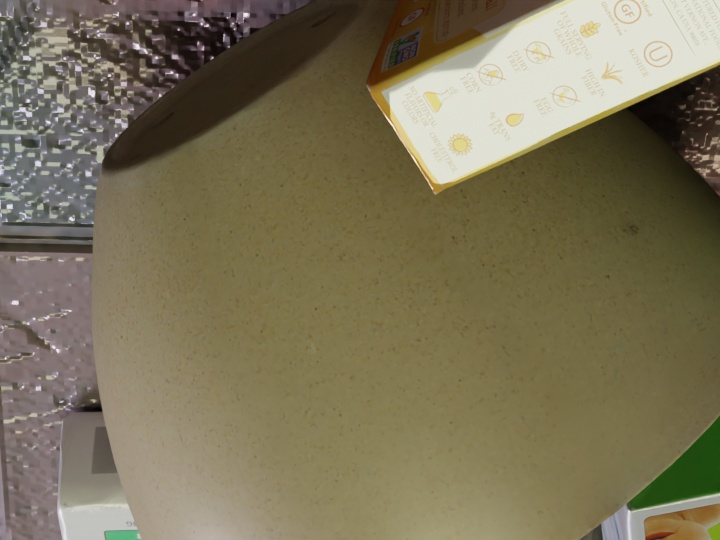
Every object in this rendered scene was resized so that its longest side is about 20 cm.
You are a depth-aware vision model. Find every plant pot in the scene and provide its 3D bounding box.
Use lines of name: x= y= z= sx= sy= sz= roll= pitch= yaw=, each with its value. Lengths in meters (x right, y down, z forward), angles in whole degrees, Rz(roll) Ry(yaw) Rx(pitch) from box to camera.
plant pot: x=0.000 y=0.000 z=0.848 sx=0.200 sy=0.200 sz=0.135 roll=-27 pitch=107 yaw=25

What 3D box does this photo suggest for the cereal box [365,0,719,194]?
cereal box: x=0.104 y=-0.103 z=0.753 sx=0.200 sy=0.144 sz=0.040 roll=-25 pitch=111 yaw=22

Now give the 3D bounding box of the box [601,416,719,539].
box: x=0.180 y=0.078 z=0.974 sx=0.199 sy=0.097 sz=0.177 roll=-10 pitch=135 yaw=0

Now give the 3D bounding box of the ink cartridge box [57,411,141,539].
ink cartridge box: x=-0.017 y=0.127 z=1.068 sx=0.160 sy=0.050 sz=0.200 roll=-3 pitch=135 yaw=2
